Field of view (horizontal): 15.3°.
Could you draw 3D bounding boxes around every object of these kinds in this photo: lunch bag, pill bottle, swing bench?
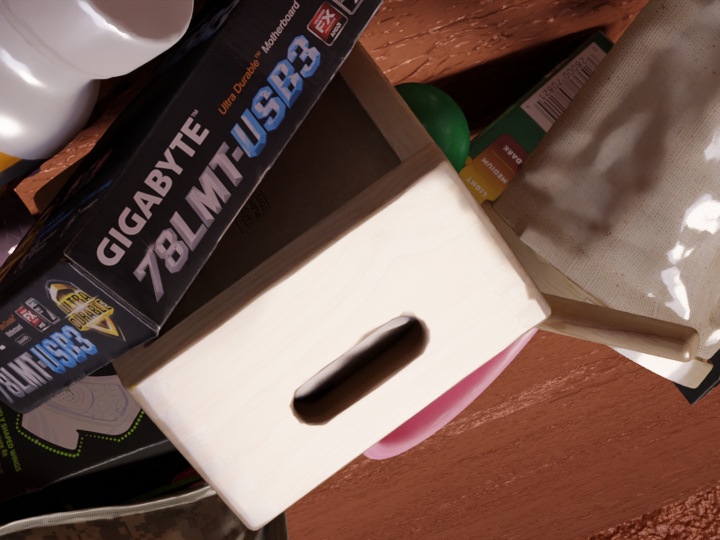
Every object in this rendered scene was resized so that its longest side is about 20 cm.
[{"bbox_3d":[-0.136,0.184,1.331,0.199,0.118,0.164,-9,162,-17],"label":"lunch bag"},{"bbox_3d":[-0.162,-0.073,0.919,0.200,0.117,0.116,-28,164,26],"label":"pill bottle"},{"bbox_3d":[0.185,-0.062,1.226,0.199,0.130,0.200,-53,163,22],"label":"swing bench"}]

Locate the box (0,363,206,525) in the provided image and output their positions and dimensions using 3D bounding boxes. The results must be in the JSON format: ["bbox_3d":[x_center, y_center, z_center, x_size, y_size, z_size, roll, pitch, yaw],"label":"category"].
[{"bbox_3d":[-0.139,0.056,1.365,0.199,0.125,0.149,-19,166,-1],"label":"box"}]

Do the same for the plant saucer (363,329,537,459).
[{"bbox_3d":[0.055,0.020,1.562,0.200,0.051,0.201,-43,163,-17],"label":"plant saucer"}]

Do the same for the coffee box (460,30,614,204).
[{"bbox_3d":[0.057,-0.029,1.375,0.200,0.044,0.123,-42,171,-17],"label":"coffee box"}]

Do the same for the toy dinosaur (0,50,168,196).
[{"bbox_3d":[-0.082,-0.100,1.007,0.200,0.060,0.106,-53,-160,5],"label":"toy dinosaur"}]

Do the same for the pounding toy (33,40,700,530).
[{"bbox_3d":[0.000,0.000,1.134,0.200,0.184,0.142,-36,128,2],"label":"pounding toy"}]

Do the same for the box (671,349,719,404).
[{"bbox_3d":[0.227,-0.040,1.481,0.148,0.124,0.200,-36,171,-23],"label":"box"}]

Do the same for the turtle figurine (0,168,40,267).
[{"bbox_3d":[-0.231,-0.006,1.115,0.199,0.101,0.150,-21,166,-21],"label":"turtle figurine"}]

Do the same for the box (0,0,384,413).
[{"bbox_3d":[-0.065,-0.049,1.006,0.199,0.050,0.200,-57,-169,-20],"label":"box"}]
